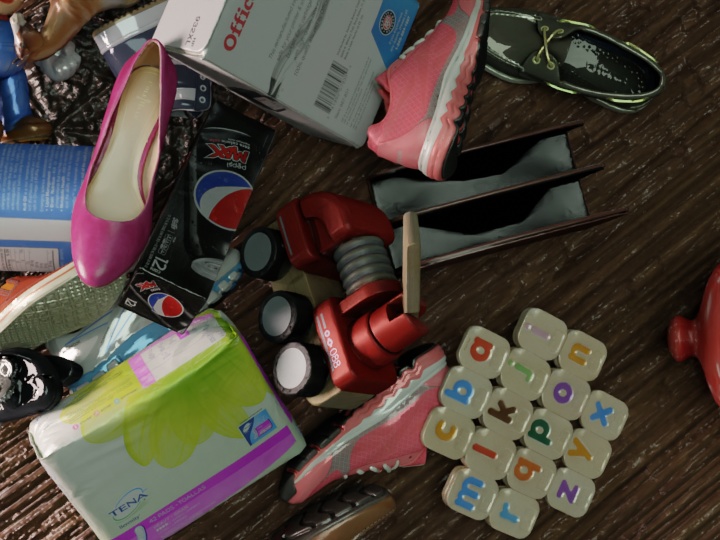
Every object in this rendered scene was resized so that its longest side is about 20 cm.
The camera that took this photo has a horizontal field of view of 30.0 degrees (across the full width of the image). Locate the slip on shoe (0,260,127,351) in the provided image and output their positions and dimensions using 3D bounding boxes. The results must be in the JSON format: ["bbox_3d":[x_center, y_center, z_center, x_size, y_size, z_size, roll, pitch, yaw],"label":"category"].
[{"bbox_3d":[-0.281,0.027,1.150,0.200,0.074,0.061,-28,59,30],"label":"slip on shoe"}]

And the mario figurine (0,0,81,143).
[{"bbox_3d":[-0.313,-0.213,1.172,0.106,0.123,0.200,-7,92,5],"label":"mario figurine"}]

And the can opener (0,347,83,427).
[{"bbox_3d":[-0.338,0.113,1.156,0.200,0.079,0.063,-15,65,15],"label":"can opener"}]

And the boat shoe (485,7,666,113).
[{"bbox_3d":[0.190,-0.204,1.263,0.201,0.060,0.072,18,85,-6],"label":"boat shoe"}]

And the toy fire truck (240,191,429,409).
[{"bbox_3d":[0.000,0.000,1.128,0.200,0.129,0.176,-34,60,31],"label":"toy fire truck"}]

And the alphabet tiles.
[{"bbox_3d":[0.153,0.141,1.243,0.195,0.015,0.200,27,84,-23],"label":"alphabet tiles"}]

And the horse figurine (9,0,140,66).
[{"bbox_3d":[-0.230,-0.269,1.180,0.050,0.200,0.133,16,125,27],"label":"horse figurine"}]

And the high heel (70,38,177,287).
[{"bbox_3d":[-0.189,-0.088,1.081,0.067,0.096,0.200,17,60,1],"label":"high heel"}]

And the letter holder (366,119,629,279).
[{"bbox_3d":[0.121,-0.067,1.206,0.200,0.142,0.101,-15,89,-8],"label":"letter holder"}]

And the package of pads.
[{"bbox_3d":[-0.167,0.142,1.165,0.200,0.068,0.155,-33,124,-8],"label":"package of pads"}]

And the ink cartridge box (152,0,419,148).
[{"bbox_3d":[-0.062,-0.214,1.166,0.200,0.084,0.145,25,86,-44],"label":"ink cartridge box"}]

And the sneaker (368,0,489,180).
[{"bbox_3d":[0.060,-0.176,1.176,0.087,0.074,0.200,13,61,9],"label":"sneaker"}]

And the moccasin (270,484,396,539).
[{"bbox_3d":[-0.048,0.268,1.205,0.201,0.074,0.078,-40,102,-10],"label":"moccasin"}]

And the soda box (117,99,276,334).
[{"bbox_3d":[-0.138,-0.048,1.161,0.063,0.071,0.200,26,53,-11],"label":"soda box"}]

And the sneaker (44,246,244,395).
[{"bbox_3d":[-0.195,0.030,1.199,0.200,0.075,0.087,-36,86,-8],"label":"sneaker"}]

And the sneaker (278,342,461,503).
[{"bbox_3d":[0.017,0.157,1.218,0.200,0.074,0.087,-39,96,-6],"label":"sneaker"}]

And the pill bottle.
[{"bbox_3d":[-0.293,-0.055,1.167,0.200,0.112,0.112,2,87,-8],"label":"pill bottle"}]

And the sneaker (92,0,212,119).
[{"bbox_3d":[-0.129,-0.206,1.219,0.200,0.070,0.109,-26,94,-10],"label":"sneaker"}]

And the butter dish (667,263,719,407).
[{"bbox_3d":[0.356,0.061,1.229,0.148,0.199,0.200,-2,86,16],"label":"butter dish"}]
